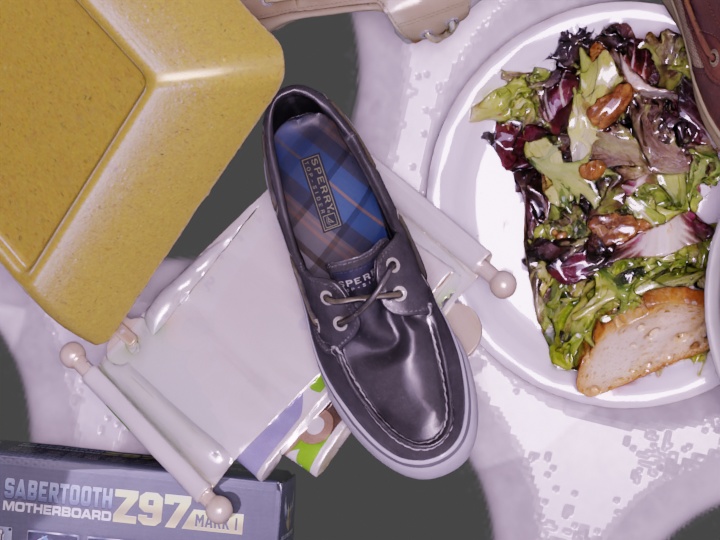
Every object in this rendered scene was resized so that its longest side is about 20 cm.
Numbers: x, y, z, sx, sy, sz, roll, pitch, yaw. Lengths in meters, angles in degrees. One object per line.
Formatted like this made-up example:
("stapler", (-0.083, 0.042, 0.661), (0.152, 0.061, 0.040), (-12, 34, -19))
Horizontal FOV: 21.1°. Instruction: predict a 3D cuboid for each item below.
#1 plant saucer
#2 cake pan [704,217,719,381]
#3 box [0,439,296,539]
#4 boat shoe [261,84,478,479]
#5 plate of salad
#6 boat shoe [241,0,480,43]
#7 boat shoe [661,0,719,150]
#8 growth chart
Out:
("plant saucer", (-0.156, -0.091, 0.915), (0.200, 0.048, 0.200), (47, 125, 14))
("cake pan", (0.256, 0.014, 0.928), (0.198, 0.037, 0.202), (0, 89, -8))
("box", (-0.137, 0.172, 0.979), (0.198, 0.051, 0.159), (4, 92, 6))
("boat shoe", (0.000, 0.000, 0.912), (0.069, 0.066, 0.201), (-19, 70, 3))
("plate of salad", (0.131, -0.032, 0.952), (0.198, 0.048, 0.202), (0, 92, 6))
("boat shoe", (0.031, -0.146, 0.950), (0.198, 0.075, 0.069), (5, 98, 12))
("boat shoe", (0.184, -0.116, 0.892), (0.072, 0.072, 0.201), (-17, 60, -1))
("growth chart", (-0.034, 0.029, 0.953), (0.200, 0.018, 0.145), (-40, 70, -4))
